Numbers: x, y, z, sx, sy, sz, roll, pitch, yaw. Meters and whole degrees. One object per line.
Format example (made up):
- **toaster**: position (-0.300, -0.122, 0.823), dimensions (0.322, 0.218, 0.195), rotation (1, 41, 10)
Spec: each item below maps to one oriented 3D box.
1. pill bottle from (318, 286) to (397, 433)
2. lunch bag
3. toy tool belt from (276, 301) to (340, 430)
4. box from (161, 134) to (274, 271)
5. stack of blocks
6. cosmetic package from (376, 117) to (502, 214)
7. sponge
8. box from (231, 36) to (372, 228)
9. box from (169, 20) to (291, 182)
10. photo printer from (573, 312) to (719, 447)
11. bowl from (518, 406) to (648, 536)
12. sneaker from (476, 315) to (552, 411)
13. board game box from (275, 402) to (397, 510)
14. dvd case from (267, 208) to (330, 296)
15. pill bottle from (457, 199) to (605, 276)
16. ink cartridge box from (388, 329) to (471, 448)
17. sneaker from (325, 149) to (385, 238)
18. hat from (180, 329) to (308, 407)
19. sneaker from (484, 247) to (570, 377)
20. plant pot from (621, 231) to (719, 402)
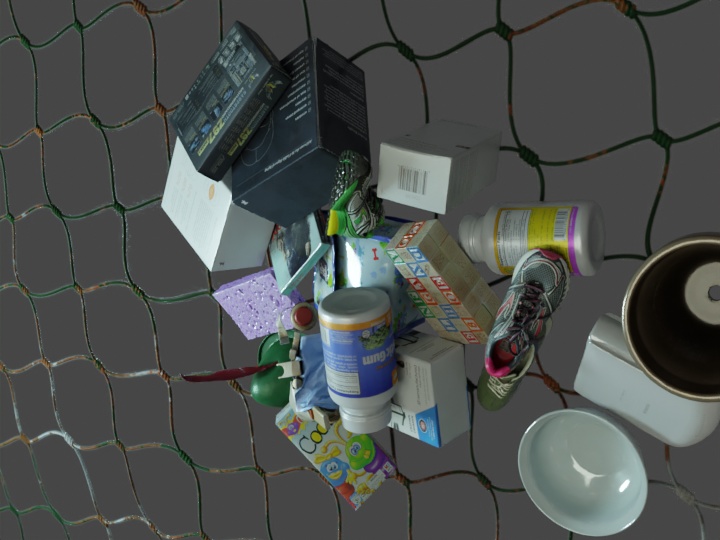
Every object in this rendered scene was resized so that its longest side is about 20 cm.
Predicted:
- **pill bottle**: position (0.000, 0.137, 1.361), dimensions (0.110, 0.112, 0.204), rotation (6, 115, 30)
- **lunch bag**: position (0.000, 0.000, 1.452), dimensions (0.197, 0.126, 0.174), rotation (16, 114, 37)
- **toy tool belt**: position (-0.073, 0.149, 1.441), dimensions (0.122, 0.123, 0.205), rotation (-11, 87, -5)
- **box**: position (-0.237, -0.121, 1.526), dimensions (0.200, 0.105, 0.154), rotation (47, 128, 35)
- **stack of blocks**: position (0.123, 0.020, 1.349), dimensions (0.201, 0.059, 0.114), rotation (50, 153, -22)
- **cosmetic package**: position (0.115, -0.152, 1.272), dimensions (0.111, 0.200, 0.083), rotation (15, 116, 23)
- **sponge**: position (-0.174, 0.060, 1.595), dimensions (0.198, 0.030, 0.112), rotation (-18, 113, 49)
- **box**: position (-0.094, -0.207, 1.379), dimensions (0.198, 0.123, 0.201), rotation (-25, 55, 36)
- **box**: position (-0.205, -0.262, 1.390), dimensions (0.201, 0.051, 0.158), rotation (-52, 44, 16)
- **photo printer**: position (0.401, 0.160, 1.246), dimensions (0.198, 0.070, 0.168), rotation (30, 154, 20)
- **bowl**: position (0.343, 0.285, 1.353), dimensions (0.197, 0.090, 0.206), rotation (11, 113, 28)
- **sneaker**: position (0.221, 0.148, 1.380), dimensions (0.067, 0.090, 0.203), rotation (35, 123, 15)
- **board game box**: position (-0.044, 0.294, 1.552), dimensions (0.105, 0.103, 0.200), rotation (-44, 92, -4)
- **dvd case**: position (-0.113, -0.083, 1.483), dimensions (0.146, 0.022, 0.203), rotation (-46, 47, 41)
- **pill bottle**: position (0.243, -0.046, 1.288), dimensions (0.196, 0.104, 0.107), rotation (1, 108, 33)
- **ink cartridge box**: position (0.075, 0.178, 1.450), dimensions (0.198, 0.083, 0.149), rotation (12, 118, 47)
- **sneaker**: position (-0.001, -0.106, 1.278), dimensions (0.083, 0.080, 0.201), rotation (10, 161, -2)
- **hat**: position (-0.170, 0.214, 1.598), dimensions (0.197, 0.175, 0.169), rotation (-12, 101, 34)
- **sneaker**: position (0.230, 0.063, 1.244), dimensions (0.079, 0.075, 0.203), rotation (24, 120, 12)
- **plant pot**: position (0.444, 0.046, 1.140), dimensions (0.196, 0.174, 0.205), rotation (5, 101, 26)
